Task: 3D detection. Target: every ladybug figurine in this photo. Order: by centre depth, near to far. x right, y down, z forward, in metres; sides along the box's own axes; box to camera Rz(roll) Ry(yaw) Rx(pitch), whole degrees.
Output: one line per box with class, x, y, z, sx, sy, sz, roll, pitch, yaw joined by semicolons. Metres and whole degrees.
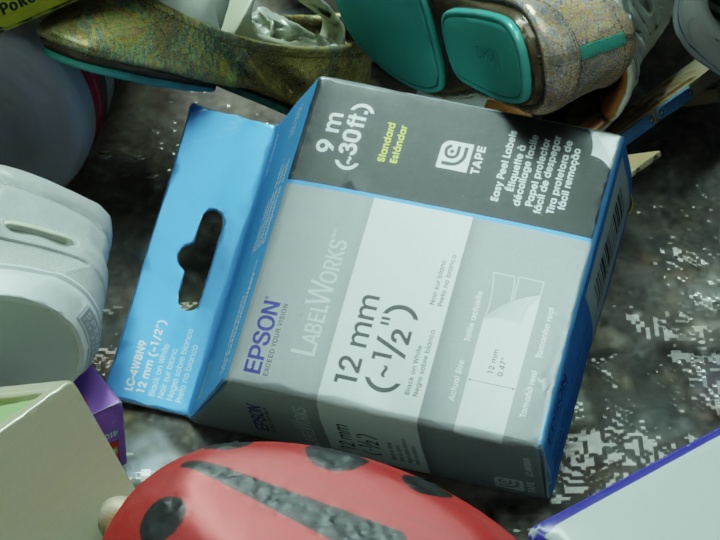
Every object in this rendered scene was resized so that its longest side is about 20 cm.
ladybug figurine;-0.010;0.117;1.062;0.199;0.072;0.136;19;42;19

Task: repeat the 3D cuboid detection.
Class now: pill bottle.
pill bottle;-0.153;-0.131;1.383;0.110;0.111;0.200;8;42;9

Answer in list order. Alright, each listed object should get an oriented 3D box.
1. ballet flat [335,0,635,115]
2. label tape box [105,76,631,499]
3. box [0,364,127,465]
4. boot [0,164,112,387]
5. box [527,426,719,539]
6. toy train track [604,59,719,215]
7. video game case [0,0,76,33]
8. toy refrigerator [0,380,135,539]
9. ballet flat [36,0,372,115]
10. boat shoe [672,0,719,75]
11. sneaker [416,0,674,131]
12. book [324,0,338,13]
ballet flat;0.057;-0.107;1.276;0.067;0.068;0.200;-19;24;-20
label tape box;0.000;0.000;1.230;0.199;0.066;0.144;12;69;11
box;-0.206;0.036;1.246;0.137;0.039;0.200;-23;46;-23
boot;-0.201;-0.004;1.218;0.199;0.074;0.096;10;35;-2
box;0.155;0.146;1.000;0.184;0.200;0.105;-25;46;-26
toy train track;0.113;-0.047;1.345;0.114;0.033;0.200;-6;21;44
video game case;-0.181;-0.157;1.313;0.180;0.026;0.200;-23;35;0
toy refrigerator;-0.184;0.119;1.098;0.200;0.070;0.076;-37;16;-30
ballet flat;-0.064;-0.109;1.320;0.200;0.071;0.071;11;23;-49
boat shoe;0.231;-0.077;1.318;0.199;0.074;0.067;22;3;0
sneaker;0.111;-0.101;1.355;0.084;0.073;0.200;-2;35;44
book;0.060;-0.194;1.442;0.200;0.048;0.134;-39;47;-7
